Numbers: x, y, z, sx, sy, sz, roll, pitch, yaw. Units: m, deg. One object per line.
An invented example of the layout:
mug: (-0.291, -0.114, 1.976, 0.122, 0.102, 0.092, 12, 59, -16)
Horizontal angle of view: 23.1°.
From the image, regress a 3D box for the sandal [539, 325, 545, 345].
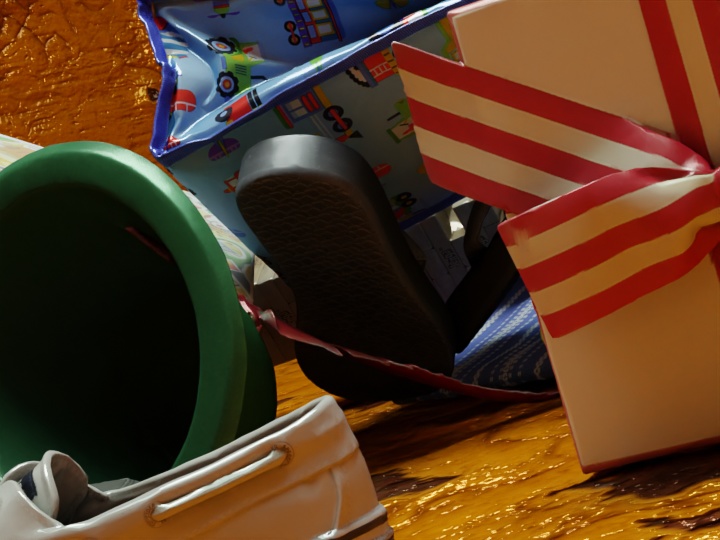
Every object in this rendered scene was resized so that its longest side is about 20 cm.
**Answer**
sandal: (0.150, -0.030, 0.777, 0.200, 0.087, 0.080, -50, -17, -26)

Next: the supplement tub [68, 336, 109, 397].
supplement tub: (-0.149, 0.050, 0.884, 0.139, 0.141, 0.200, -16, 3, 17)

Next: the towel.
towel: (0.114, 0.012, 0.873, 0.199, 0.024, 0.145, -17, 18, 49)

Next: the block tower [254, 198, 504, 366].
block tower: (0.003, -0.002, 0.971, 0.199, 0.058, 0.054, -23, 24, 21)

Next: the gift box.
gift box: (0.133, -0.050, 0.613, 0.184, 0.201, 0.187, -21, 2, 22)

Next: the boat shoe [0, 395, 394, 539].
boat shoe: (-0.091, 0.088, 0.529, 0.199, 0.066, 0.072, -16, 3, 11)

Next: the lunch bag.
lunch bag: (0.021, -0.085, 0.808, 0.199, 0.095, 0.151, -17, -27, 15)

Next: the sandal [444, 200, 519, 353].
sandal: (0.070, -0.031, 0.807, 0.076, 0.043, 0.200, -46, -9, -43)

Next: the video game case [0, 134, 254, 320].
video game case: (-0.147, -0.029, 0.843, 0.199, 0.023, 0.182, 17, 13, -7)

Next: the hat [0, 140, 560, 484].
hat: (-0.059, 0.044, 0.763, 0.176, 0.200, 0.166, 4, -54, -55)

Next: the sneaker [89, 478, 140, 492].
sneaker: (-0.172, 0.102, 0.636, 0.199, 0.080, 0.075, -16, 2, -5)

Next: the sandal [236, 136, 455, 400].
sandal: (0.001, 0.000, 0.801, 0.075, 0.043, 0.201, 0, -34, 12)
